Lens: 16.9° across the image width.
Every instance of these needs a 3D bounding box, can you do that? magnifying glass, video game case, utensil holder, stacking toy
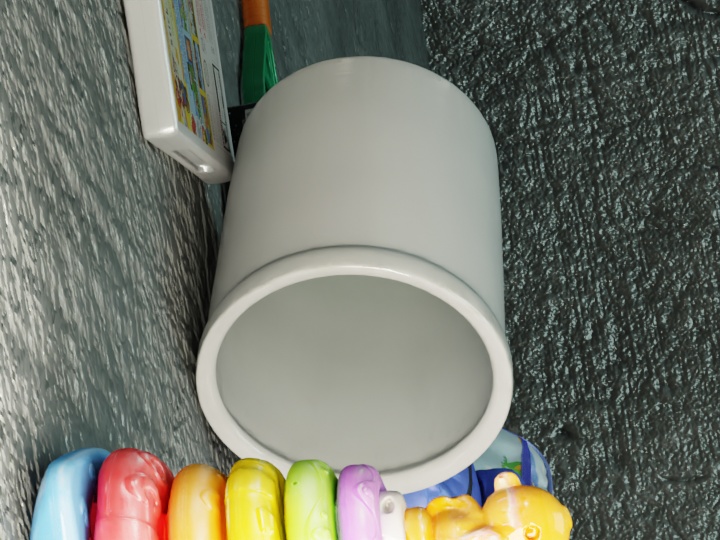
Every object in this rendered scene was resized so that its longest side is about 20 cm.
[{"bbox_3d":[-0.073,-0.152,1.721,0.080,0.022,0.200,70,14,-59],"label":"magnifying glass"},{"bbox_3d":[-0.109,-0.159,1.367,0.182,0.023,0.201,40,41,-81],"label":"video game case"},{"bbox_3d":[0.000,0.000,1.362,0.200,0.169,0.170,-87,166,-51],"label":"utensil holder"},{"bbox_3d":[-0.018,0.111,0.926,0.110,0.199,0.116,14,66,-83],"label":"stacking toy"}]

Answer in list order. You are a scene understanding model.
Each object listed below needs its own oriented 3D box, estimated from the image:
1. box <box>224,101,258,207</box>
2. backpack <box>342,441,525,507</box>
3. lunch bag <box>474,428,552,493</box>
[{"bbox_3d":[-0.052,0.012,1.541,0.137,0.038,0.200,72,10,-54],"label":"box"},{"bbox_3d":[0.028,0.173,1.439,0.163,0.167,0.200,-103,177,-70],"label":"backpack"},{"bbox_3d":[0.060,0.186,1.664,0.161,0.082,0.200,29,43,-24],"label":"lunch bag"}]
